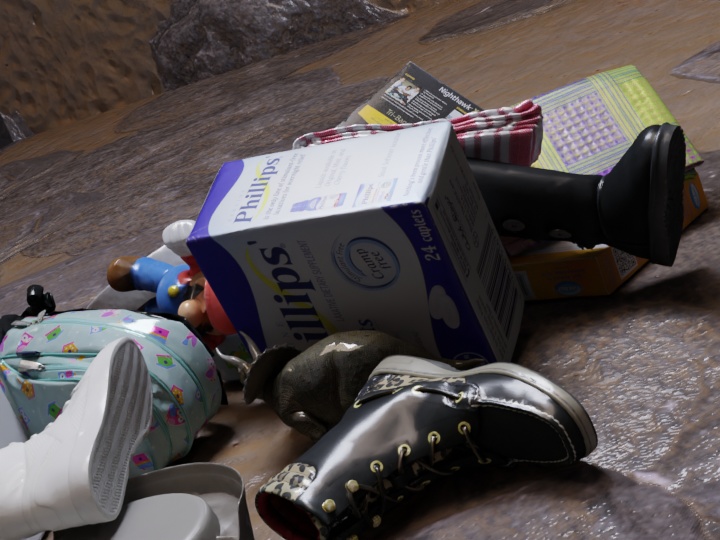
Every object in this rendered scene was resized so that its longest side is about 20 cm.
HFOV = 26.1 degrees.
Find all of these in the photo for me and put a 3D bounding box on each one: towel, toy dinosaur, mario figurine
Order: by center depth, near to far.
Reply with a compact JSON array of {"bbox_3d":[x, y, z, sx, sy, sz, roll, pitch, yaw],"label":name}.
[{"bbox_3d":[-0.012,0.086,1.142,0.200,0.102,0.077,-16,17,26],"label":"toy dinosaur"},{"bbox_3d":[0.049,-0.098,1.280,0.200,0.030,0.146,-5,-11,3],"label":"towel"},{"bbox_3d":[-0.154,0.027,1.331,0.200,0.123,0.106,-3,56,50],"label":"mario figurine"},{"bbox_3d":[0.179,-0.098,1.358,0.200,0.023,0.144,-24,56,-4],"label":"towel"}]

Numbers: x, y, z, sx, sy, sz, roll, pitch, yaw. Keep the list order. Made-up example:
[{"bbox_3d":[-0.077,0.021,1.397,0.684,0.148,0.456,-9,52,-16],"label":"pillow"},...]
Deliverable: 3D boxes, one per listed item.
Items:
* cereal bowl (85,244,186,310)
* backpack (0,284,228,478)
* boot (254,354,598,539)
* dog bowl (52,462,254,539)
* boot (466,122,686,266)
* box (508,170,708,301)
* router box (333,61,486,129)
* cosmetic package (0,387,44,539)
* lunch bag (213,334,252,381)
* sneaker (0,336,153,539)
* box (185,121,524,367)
[{"bbox_3d":[-0.171,0.031,1.528,0.200,0.083,0.200,-33,-8,-5],"label":"cereal bowl"},{"bbox_3d":[-0.211,0.106,1.297,0.200,0.167,0.127,-3,40,34],"label":"backpack"},{"bbox_3d":[0.039,0.128,1.004,0.154,0.073,0.204,-41,28,-30],"label":"boot"},{"bbox_3d":[-0.158,0.203,1.030,0.200,0.059,0.200,-22,15,6],"label":"dog bowl"},{"bbox_3d":[0.144,-0.068,1.196,0.200,0.165,0.066,13,62,17],"label":"boot"},{"bbox_3d":[0.214,-0.034,1.355,0.119,0.041,0.200,-6,20,45],"label":"box"},{"bbox_3d":[0.069,-0.081,1.412,0.200,0.052,0.157,37,63,21],"label":"router box"},{"bbox_3d":[-0.343,0.156,1.181,0.123,0.200,0.199,-22,15,9],"label":"cosmetic package"},{"bbox_3d":[-0.047,0.026,1.442,0.161,0.082,0.200,-12,17,42],"label":"lunch bag"},{"bbox_3d":[-0.220,0.121,1.124,0.116,0.074,0.200,-17,24,13],"label":"sneaker"},{"bbox_3d":[0.000,0.000,1.199,0.200,0.184,0.105,-8,38,25],"label":"box"}]
